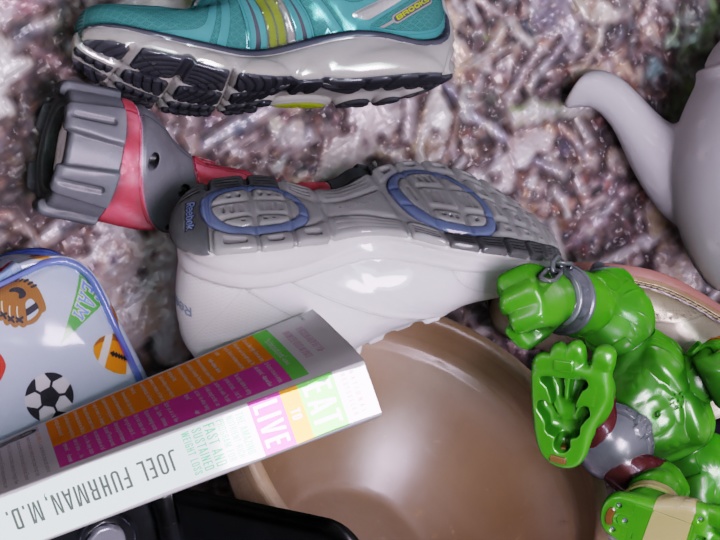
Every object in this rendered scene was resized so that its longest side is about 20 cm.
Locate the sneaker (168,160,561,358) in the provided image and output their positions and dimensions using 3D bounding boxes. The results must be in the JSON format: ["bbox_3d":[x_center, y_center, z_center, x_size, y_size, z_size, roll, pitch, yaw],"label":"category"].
[{"bbox_3d":[0.000,0.000,1.229,0.199,0.075,0.087,-1,125,-18],"label":"sneaker"}]

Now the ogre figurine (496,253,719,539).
[{"bbox_3d":[0.134,0.073,1.233,0.200,0.120,0.098,43,118,-1],"label":"ogre figurine"}]

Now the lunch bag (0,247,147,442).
[{"bbox_3d":[-0.192,0.092,1.211,0.199,0.076,0.161,-28,105,-16],"label":"lunch bag"}]

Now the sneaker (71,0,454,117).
[{"bbox_3d":[-0.049,-0.121,1.253,0.199,0.077,0.080,-4,79,-25],"label":"sneaker"}]

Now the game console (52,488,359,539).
[{"bbox_3d":[-0.082,0.208,1.187,0.175,0.116,0.201,-20,117,-17],"label":"game console"}]

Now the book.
[{"bbox_3d":[-0.097,0.077,1.116,0.199,0.134,0.048,-20,96,-7],"label":"book"}]

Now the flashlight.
[{"bbox_3d":[-0.060,-0.042,1.250,0.199,0.068,0.068,10,85,-21],"label":"flashlight"}]

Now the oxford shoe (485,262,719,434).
[{"bbox_3d":[0.156,0.049,1.312,0.199,0.071,0.074,14,65,3],"label":"oxford shoe"}]

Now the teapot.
[{"bbox_3d":[0.244,-0.082,1.302,0.199,0.197,0.147,-17,92,-29],"label":"teapot"}]

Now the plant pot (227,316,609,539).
[{"bbox_3d":[0.015,0.118,1.262,0.200,0.202,0.093,11,133,-22],"label":"plant pot"}]
